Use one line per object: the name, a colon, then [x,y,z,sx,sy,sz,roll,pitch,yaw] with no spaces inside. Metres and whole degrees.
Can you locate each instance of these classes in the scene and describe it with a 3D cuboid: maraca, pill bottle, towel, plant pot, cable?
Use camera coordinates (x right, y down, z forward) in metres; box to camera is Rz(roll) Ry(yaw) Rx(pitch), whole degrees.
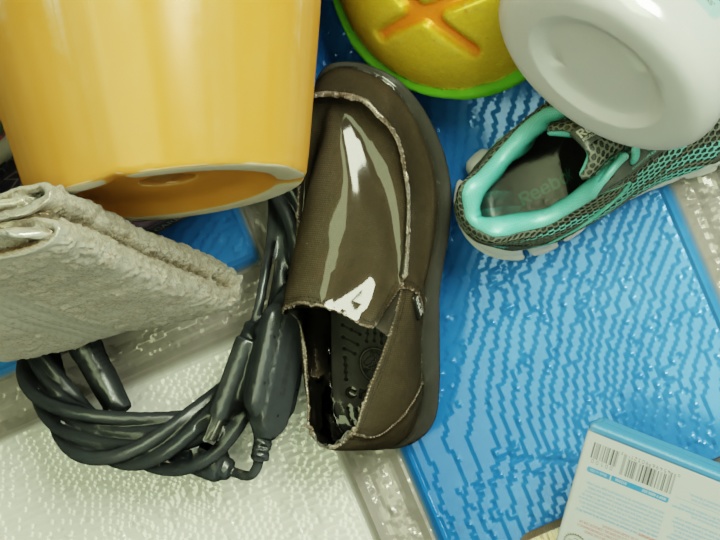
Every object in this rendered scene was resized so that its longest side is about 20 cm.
maraca: [0.052,-0.181,1.049,0.137,0.107,0.200,11,97,15]
pill bottle: [0.156,-0.158,0.990,0.111,0.111,0.200,32,66,11]
towel: [-0.151,0.007,1.024,0.132,0.200,0.035,-12,75,20]
plant pot: [-0.098,-0.123,1.003,0.200,0.200,0.184,-9,81,16]
cable: [-0.097,0.005,1.138,0.163,0.051,0.200,9,88,23]

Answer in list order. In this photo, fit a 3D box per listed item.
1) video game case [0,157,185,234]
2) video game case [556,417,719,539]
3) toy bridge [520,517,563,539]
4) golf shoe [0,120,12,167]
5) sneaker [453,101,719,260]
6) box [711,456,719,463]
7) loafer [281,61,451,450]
video game case: [-0.145,-0.074,1.133,0.200,0.019,0.143,-28,71,19]
video game case: [0.149,0.187,1.054,0.143,0.018,0.200,21,108,22]
toy bridge: [0.150,0.210,1.092,0.067,0.027,0.200,-26,87,15]
golf shoe: [-0.212,-0.051,1.064,0.077,0.200,0.088,0,105,51]
sneaker: [0.127,-0.065,1.045,0.200,0.091,0.078,-36,85,15]
box: [0.258,0.160,1.048,0.158,0.048,0.200,-27,87,17]
loafer: [0.000,0.000,1.072,0.073,0.071,0.200,4,108,32]
